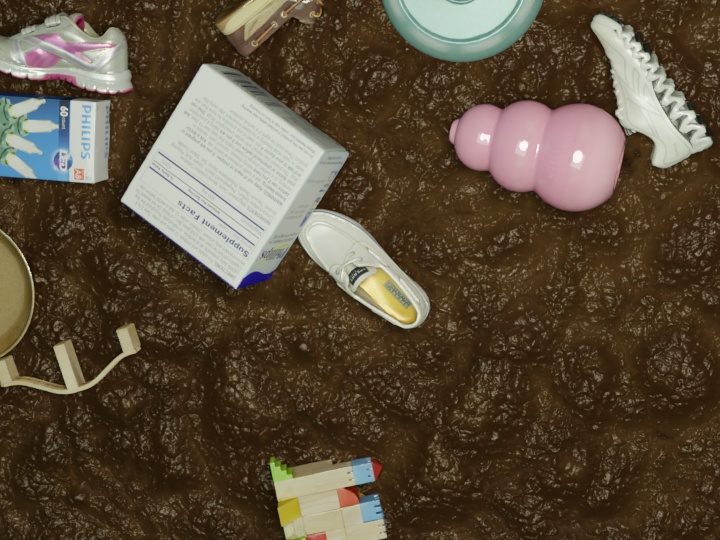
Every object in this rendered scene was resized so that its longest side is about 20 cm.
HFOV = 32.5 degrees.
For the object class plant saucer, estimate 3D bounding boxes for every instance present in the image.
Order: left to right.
[{"bbox_3d":[-0.513,0.023,1.609,0.200,0.035,0.201,1,101,7],"label":"plant saucer"},{"bbox_3d":[0.119,-0.346,1.449,0.200,0.027,0.201,1,100,8],"label":"plant saucer"}]

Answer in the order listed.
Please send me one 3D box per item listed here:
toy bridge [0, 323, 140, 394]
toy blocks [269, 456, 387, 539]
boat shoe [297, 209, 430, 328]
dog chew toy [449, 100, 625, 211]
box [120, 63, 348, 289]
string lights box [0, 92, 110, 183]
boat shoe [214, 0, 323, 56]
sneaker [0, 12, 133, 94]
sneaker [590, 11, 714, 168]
[{"bbox_3d":[-0.380,0.125,1.613,0.200,0.027,0.067,-15,99,11],"label":"toy bridge"},{"bbox_3d":[-0.028,0.320,1.575,0.136,0.100,0.200,-11,99,-1],"label":"toy blocks"},{"bbox_3d":[0.000,0.000,1.510,0.200,0.070,0.071,43,103,1],"label":"boat shoe"},{"bbox_3d":[0.201,-0.141,1.432,0.200,0.125,0.125,14,103,13],"label":"dog chew toy"},{"bbox_3d":[-0.149,-0.112,1.481,0.184,0.105,0.200,37,104,10],"label":"box"},{"bbox_3d":[-0.418,-0.169,1.545,0.199,0.059,0.103,4,100,7],"label":"string lights box"},{"bbox_3d":[-0.074,-0.325,1.467,0.200,0.072,0.072,-33,115,8],"label":"boat shoe"},{"bbox_3d":[-0.371,-0.275,1.513,0.200,0.081,0.088,10,101,-2],"label":"sneaker"},{"bbox_3d":[0.321,-0.207,1.426,0.081,0.075,0.200,-35,94,22],"label":"sneaker"}]
